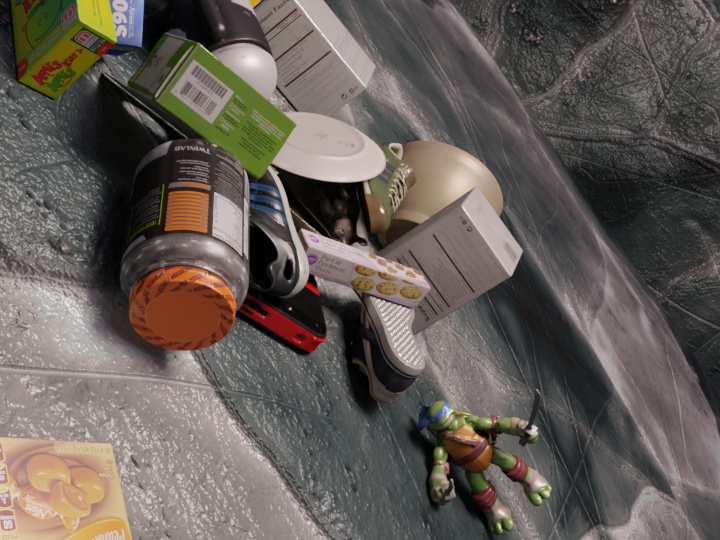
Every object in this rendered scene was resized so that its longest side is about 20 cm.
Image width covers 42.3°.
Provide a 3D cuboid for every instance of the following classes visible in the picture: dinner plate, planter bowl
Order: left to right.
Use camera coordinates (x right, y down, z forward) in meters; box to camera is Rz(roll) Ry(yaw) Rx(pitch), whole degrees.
[{"bbox_3d":[-0.059,-0.181,1.297,0.200,0.024,0.200,12,33,-8],"label":"dinner plate"},{"bbox_3d":[0.105,-0.084,1.452,0.200,0.200,0.135,46,53,-23],"label":"planter bowl"}]

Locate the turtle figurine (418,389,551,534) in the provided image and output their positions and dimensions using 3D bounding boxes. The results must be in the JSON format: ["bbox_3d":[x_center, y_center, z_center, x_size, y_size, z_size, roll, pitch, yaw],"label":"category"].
[{"bbox_3d":[0.165,0.256,1.181,0.194,0.200,0.144,49,59,-26],"label":"turtle figurine"}]

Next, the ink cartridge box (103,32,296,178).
[{"bbox_3d":[-0.185,-0.191,1.034,0.148,0.076,0.200,37,-3,-36],"label":"ink cartridge box"}]

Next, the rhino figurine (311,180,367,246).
[{"bbox_3d":[-0.032,-0.095,1.327,0.087,0.060,0.200,56,16,-50],"label":"rhino figurine"}]

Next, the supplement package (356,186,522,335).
[{"bbox_3d":[0.109,-0.006,1.316,0.120,0.200,0.121,54,25,-5],"label":"supplement package"}]

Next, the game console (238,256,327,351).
[{"bbox_3d":[-0.120,-0.005,1.106,0.200,0.031,0.177,37,25,-39],"label":"game console"}]

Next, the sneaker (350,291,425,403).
[{"bbox_3d":[0.026,0.087,1.202,0.078,0.079,0.200,26,26,-19],"label":"sneaker"}]

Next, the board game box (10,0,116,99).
[{"bbox_3d":[-0.320,-0.291,0.985,0.048,0.102,0.200,24,40,-48],"label":"board game box"}]

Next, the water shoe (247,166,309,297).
[{"bbox_3d":[-0.122,-0.062,1.050,0.079,0.071,0.200,10,46,-59],"label":"water shoe"}]

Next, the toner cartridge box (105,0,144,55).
[{"bbox_3d":[-0.270,-0.345,1.030,0.043,0.095,0.200,1,95,-31],"label":"toner cartridge box"}]

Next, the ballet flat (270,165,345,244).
[{"bbox_3d":[-0.083,-0.078,1.233,0.200,0.046,0.067,53,24,-9],"label":"ballet flat"}]

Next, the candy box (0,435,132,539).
[{"bbox_3d":[-0.208,0.216,0.630,0.115,0.055,0.200,19,44,-54],"label":"candy box"}]

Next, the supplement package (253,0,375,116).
[{"bbox_3d":[-0.087,-0.351,1.474,0.200,0.117,0.117,49,26,-17],"label":"supplement package"}]

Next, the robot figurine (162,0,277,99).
[{"bbox_3d":[-0.187,-0.292,1.213,0.150,0.125,0.200,7,53,-54],"label":"robot figurine"}]

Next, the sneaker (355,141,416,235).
[{"bbox_3d":[0.039,-0.129,1.347,0.200,0.090,0.067,-104,-171,-50],"label":"sneaker"}]

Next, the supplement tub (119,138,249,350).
[{"bbox_3d":[-0.170,-0.026,0.916,0.123,0.122,0.200,38,30,-35],"label":"supplement tub"}]

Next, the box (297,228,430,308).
[{"bbox_3d":[0.000,0.000,1.186,0.200,0.041,0.039,20,28,-34],"label":"box"}]

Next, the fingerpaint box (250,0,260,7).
[{"bbox_3d":[-0.204,-0.449,1.337,0.167,0.073,0.200,49,-3,-17],"label":"fingerpaint box"}]
